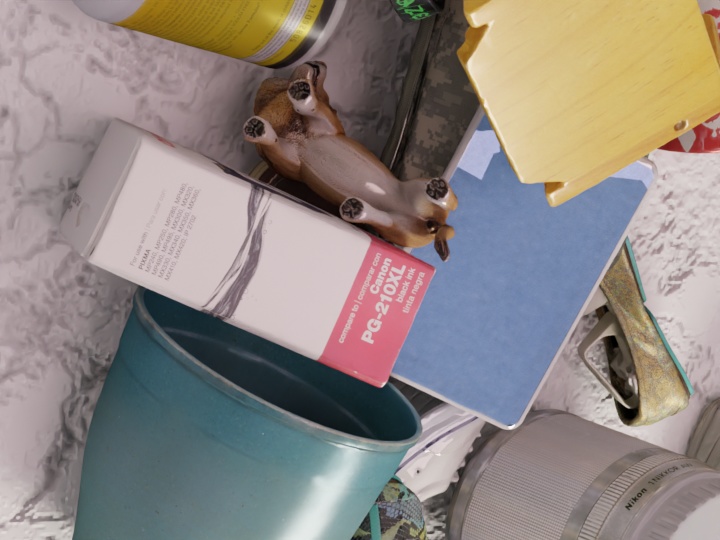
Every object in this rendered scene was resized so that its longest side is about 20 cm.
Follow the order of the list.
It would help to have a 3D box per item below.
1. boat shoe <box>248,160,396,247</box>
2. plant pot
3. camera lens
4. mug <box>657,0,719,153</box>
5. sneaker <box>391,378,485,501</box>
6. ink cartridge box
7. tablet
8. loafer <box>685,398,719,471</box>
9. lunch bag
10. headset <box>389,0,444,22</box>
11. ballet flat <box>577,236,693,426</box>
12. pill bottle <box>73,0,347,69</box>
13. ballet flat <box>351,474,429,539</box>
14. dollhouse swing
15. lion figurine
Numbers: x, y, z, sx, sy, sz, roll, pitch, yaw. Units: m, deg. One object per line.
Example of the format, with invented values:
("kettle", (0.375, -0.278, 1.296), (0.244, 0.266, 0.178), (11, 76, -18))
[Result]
("boat shoe", (0.000, 0.000, 1.722), (0.072, 0.072, 0.200), (-47, 122, -14))
("plant pot", (-0.091, 0.135, 1.637), (0.200, 0.200, 0.188), (18, 107, -35))
("camera lens", (0.170, 0.193, 1.797), (0.160, 0.200, 0.161), (-15, 113, -39))
("mug", (0.242, -0.184, 1.777), (0.133, 0.178, 0.201), (-9, 112, -16))
("sneaker", (0.051, 0.110, 1.793), (0.200, 0.073, 0.071), (-35, 128, -11))
("ink cartridge box", (-0.073, -0.013, 1.591), (0.199, 0.145, 0.085), (24, 92, -15))
("tablet", (0.093, -0.006, 1.666), (0.130, 0.014, 0.200), (25, 100, -17))
("loafer", (0.265, 0.193, 1.946), (0.070, 0.070, 0.201), (15, 94, -35))
("lunch bag", (0.096, -0.103, 1.721), (0.167, 0.139, 0.201), (13, 97, -30))
("headset", (0.027, -0.256, 1.626), (0.124, 0.094, 0.201), (43, 31, -68))
("ballet flat", (0.178, 0.030, 1.855), (0.071, 0.071, 0.200), (-37, 119, -20))
("pill bottle", (-0.111, -0.196, 1.574), (0.199, 0.112, 0.112), (13, 95, -35))
("ballet flat", (0.022, 0.208, 1.749), (0.074, 0.074, 0.200), (-48, 150, -14))
("dollhouse swing", (0.123, -0.190, 1.571), (0.181, 0.176, 0.200), (-30, 144, 1))
("lion figurine", (-0.001, -0.059, 1.621), (0.072, 0.200, 0.122), (-45, 159, 1))
